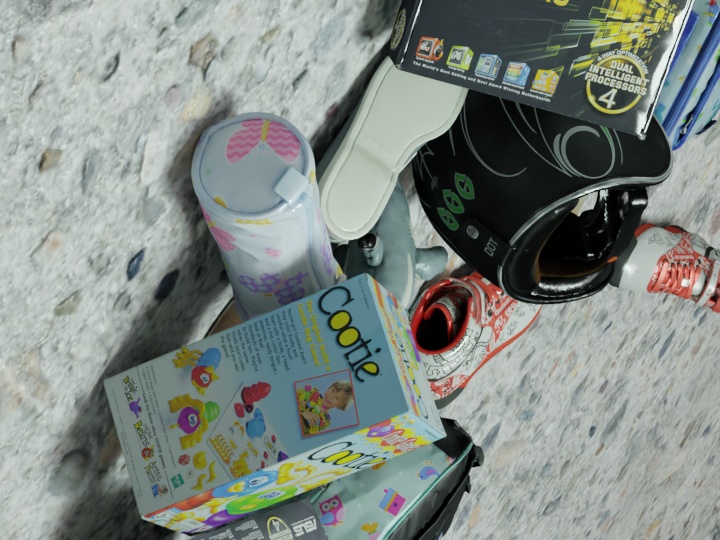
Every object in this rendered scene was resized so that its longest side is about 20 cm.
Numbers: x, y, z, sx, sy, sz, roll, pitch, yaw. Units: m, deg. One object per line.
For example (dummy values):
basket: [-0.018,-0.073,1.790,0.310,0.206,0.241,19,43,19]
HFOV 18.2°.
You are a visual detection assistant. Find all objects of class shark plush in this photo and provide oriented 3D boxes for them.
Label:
shark plush: [0.000,0.000,1.679,0.201,0.090,0.084,-61,154,-48]

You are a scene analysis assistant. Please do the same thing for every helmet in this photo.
helmet: [0.137,-0.090,1.759,0.198,0.192,0.201,-19,147,-13]

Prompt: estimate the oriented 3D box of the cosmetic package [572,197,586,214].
cosmetic package: [0.172,-0.137,1.910,0.103,0.087,0.201,0,117,-65]

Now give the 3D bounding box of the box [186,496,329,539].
box: [-0.135,0.234,1.659,0.161,0.049,0.200,-33,170,26]

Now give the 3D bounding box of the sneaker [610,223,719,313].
sneaker: [0.349,0.002,2.421,0.201,0.107,0.068,-11,128,-62]

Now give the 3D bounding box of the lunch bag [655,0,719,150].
lunch bag: [0.319,-0.212,2.123,0.161,0.082,0.201,-31,151,-55]

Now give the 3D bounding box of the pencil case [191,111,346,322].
pencil case: [-0.060,-0.024,1.542,0.083,0.091,0.200,-38,152,-13]

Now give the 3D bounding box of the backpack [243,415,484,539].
backpack: [-0.014,0.200,1.826,0.201,0.153,0.176,-55,173,-21]

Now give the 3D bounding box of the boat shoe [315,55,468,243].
boat shoe: [0.013,-0.103,1.671,0.062,0.073,0.201,-13,-140,57]

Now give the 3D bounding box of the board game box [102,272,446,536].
board game box: [-0.058,0.095,1.542,0.198,0.106,0.103,-22,161,11]

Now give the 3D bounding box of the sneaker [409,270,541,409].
sneaker: [0.109,0.028,2.005,0.202,0.067,0.108,-48,158,-22]

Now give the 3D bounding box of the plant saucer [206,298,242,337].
plant saucer: [-0.072,0.081,1.725,0.200,0.034,0.201,-47,156,-29]

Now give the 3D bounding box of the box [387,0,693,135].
box: [0.137,-0.200,1.611,0.049,0.198,0.162,-114,-139,-68]
